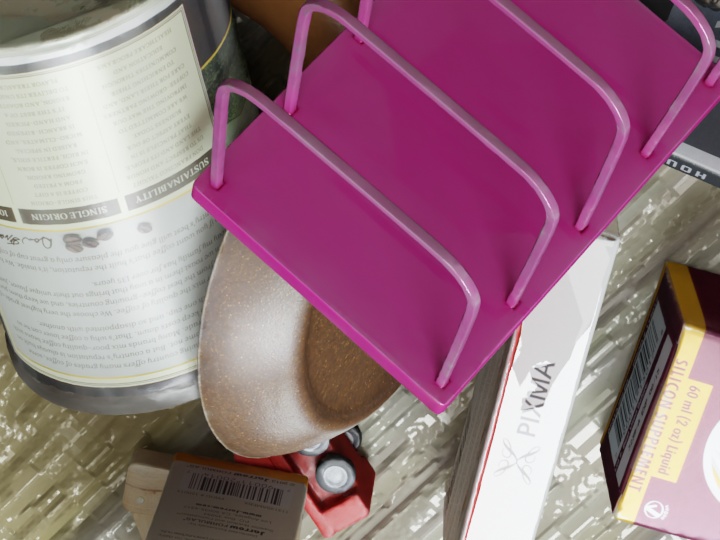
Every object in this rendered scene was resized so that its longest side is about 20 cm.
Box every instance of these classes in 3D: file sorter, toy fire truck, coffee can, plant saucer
[{"bbox_3d":[0.051,-0.076,0.837,0.139,0.126,0.200,41,70,8],"label":"file sorter"},{"bbox_3d":[-0.071,0.108,1.085,0.140,0.049,0.201,-28,107,14],"label":"toy fire truck"},{"bbox_3d":[-0.115,-0.057,0.938,0.145,0.147,0.201,-9,129,6],"label":"coffee can"},{"bbox_3d":[0.000,0.000,0.963,0.036,0.200,0.202,24,115,27],"label":"plant saucer"}]

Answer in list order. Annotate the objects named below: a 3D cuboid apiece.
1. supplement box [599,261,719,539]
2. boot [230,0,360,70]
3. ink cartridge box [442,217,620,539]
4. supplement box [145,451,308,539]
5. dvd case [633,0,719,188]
[{"bbox_3d":[0.231,0.084,1.043,0.198,0.086,0.111,15,112,-4],"label":"supplement box"},{"bbox_3d":[-0.055,-0.142,0.979,0.153,0.074,0.201,5,113,8],"label":"boot"},{"bbox_3d":[0.077,0.068,0.994,0.044,0.176,0.201,13,112,0],"label":"ink cartridge box"},{"bbox_3d":[-0.076,0.189,0.983,0.073,0.200,0.127,11,113,1],"label":"supplement box"},{"bbox_3d":[0.139,-0.128,0.939,0.199,0.025,0.151,23,83,6],"label":"dvd case"}]
